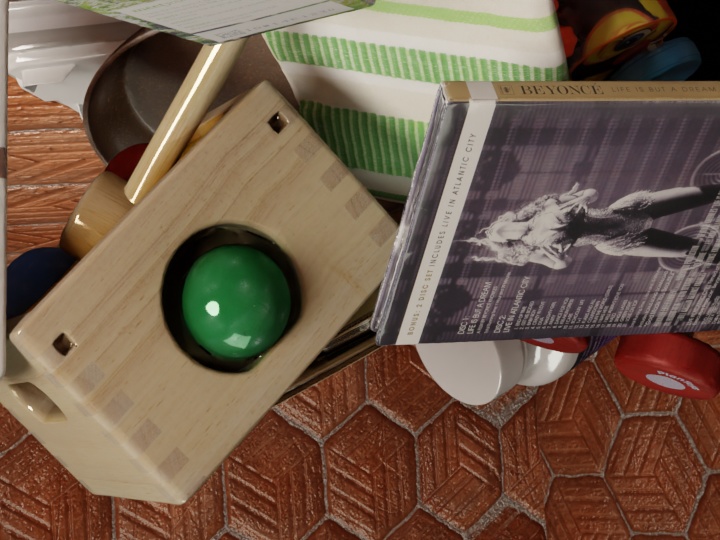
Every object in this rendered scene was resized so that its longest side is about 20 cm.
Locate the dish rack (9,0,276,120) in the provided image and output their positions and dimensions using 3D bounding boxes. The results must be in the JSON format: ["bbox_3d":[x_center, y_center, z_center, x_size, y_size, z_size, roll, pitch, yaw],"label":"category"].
[{"bbox_3d":[-0.100,-0.118,0.892,0.198,0.044,0.172,-4,175,9],"label":"dish rack"}]

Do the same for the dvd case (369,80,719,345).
[{"bbox_3d":[0.113,-0.023,0.686,0.198,0.016,0.149,-2,140,-15],"label":"dvd case"}]

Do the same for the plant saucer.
[{"bbox_3d":[-0.042,-0.084,0.828,0.198,0.035,0.201,0,152,0],"label":"plant saucer"}]

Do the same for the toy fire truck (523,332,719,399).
[{"bbox_3d":[0.153,-0.013,0.928,0.198,0.113,0.168,19,167,12],"label":"toy fire truck"}]

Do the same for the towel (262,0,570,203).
[{"bbox_3d":[0.026,-0.089,0.711,0.151,0.024,0.201,13,151,26],"label":"towel"}]

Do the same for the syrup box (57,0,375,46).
[{"bbox_3d":[-0.077,-0.134,0.524,0.078,0.082,0.199,-9,172,28],"label":"syrup box"}]

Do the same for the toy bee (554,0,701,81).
[{"bbox_3d":[0.102,-0.114,0.731,0.108,0.131,0.201,-18,145,-35],"label":"toy bee"}]

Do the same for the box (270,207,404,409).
[{"bbox_3d":[0.000,0.000,0.868,0.163,0.021,0.200,-29,-164,-1],"label":"box"}]

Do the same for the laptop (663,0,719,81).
[{"bbox_3d":[0.205,-0.104,0.914,0.198,0.104,0.177,9,169,-32],"label":"laptop"}]

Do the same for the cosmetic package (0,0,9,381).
[{"bbox_3d":[-0.201,-0.049,0.669,0.101,0.202,0.074,2,170,-24],"label":"cosmetic package"}]

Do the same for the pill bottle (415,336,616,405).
[{"bbox_3d":[0.133,0.011,1.124,0.199,0.112,0.111,-31,-168,-34],"label":"pill bottle"}]

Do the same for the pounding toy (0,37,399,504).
[{"bbox_3d":[-0.082,-0.013,0.720,0.184,0.142,0.200,-48,-167,-20],"label":"pounding toy"}]
